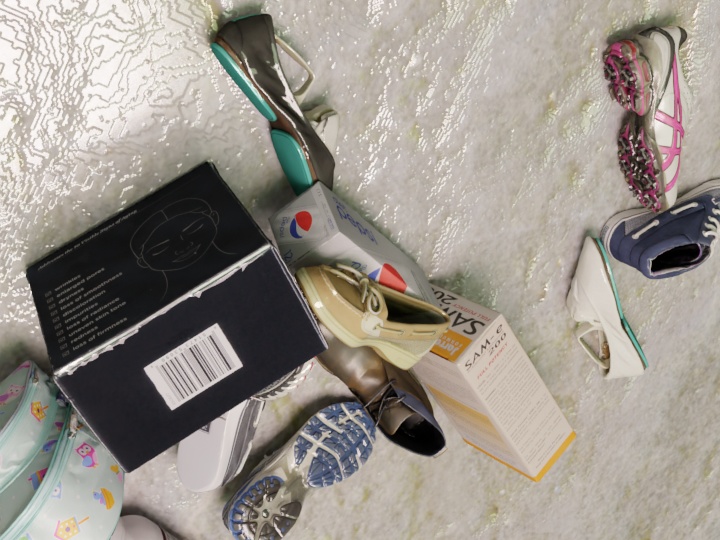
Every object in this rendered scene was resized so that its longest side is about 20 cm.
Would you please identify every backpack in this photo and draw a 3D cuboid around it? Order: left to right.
[{"bbox_3d":[-0.292,0.192,0.960,0.175,0.200,0.153,-38,124,12],"label":"backpack"}]

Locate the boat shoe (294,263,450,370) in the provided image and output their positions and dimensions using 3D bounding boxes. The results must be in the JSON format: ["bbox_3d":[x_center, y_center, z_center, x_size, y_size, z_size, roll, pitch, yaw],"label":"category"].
[{"bbox_3d":[0.013,0.032,0.979,0.063,0.073,0.200,-39,143,13],"label":"boat shoe"}]

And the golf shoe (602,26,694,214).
[{"bbox_3d":[0.314,-0.153,1.142,0.092,0.073,0.201,-24,122,-13],"label":"golf shoe"}]

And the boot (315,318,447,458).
[{"bbox_3d":[0.022,0.114,1.133,0.075,0.097,0.200,-44,124,2],"label":"boot"}]

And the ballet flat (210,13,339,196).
[{"bbox_3d":[-0.059,-0.141,0.990,0.068,0.068,0.201,-37,124,-13],"label":"ballet flat"}]

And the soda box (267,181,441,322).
[{"bbox_3d":[0.000,0.000,1.046,0.063,0.069,0.200,-35,141,15],"label":"soda box"}]

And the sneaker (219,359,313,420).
[{"bbox_3d":[-0.128,0.093,1.017,0.199,0.081,0.075,-27,163,23],"label":"sneaker"}]

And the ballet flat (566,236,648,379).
[{"bbox_3d":[0.268,0.053,1.236,0.069,0.069,0.201,-33,124,-5],"label":"ballet flat"}]

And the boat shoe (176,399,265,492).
[{"bbox_3d":[-0.124,0.122,1.095,0.068,0.071,0.201,3,103,-61],"label":"boat shoe"}]

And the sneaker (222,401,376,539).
[{"bbox_3d":[-0.071,0.206,1.160,0.200,0.085,0.077,-37,101,-27],"label":"sneaker"}]

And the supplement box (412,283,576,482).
[{"bbox_3d":[0.128,0.117,1.157,0.074,0.126,0.200,-46,126,-15],"label":"supplement box"}]

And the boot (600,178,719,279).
[{"bbox_3d":[0.371,-0.040,1.213,0.199,0.090,0.073,-19,121,-14],"label":"boot"}]

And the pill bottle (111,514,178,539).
[{"bbox_3d":[-0.218,0.322,1.123,0.113,0.113,0.200,-43,123,2],"label":"pill bottle"}]

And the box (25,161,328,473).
[{"bbox_3d":[-0.164,0.032,0.950,0.199,0.197,0.124,-31,124,-6],"label":"box"}]
